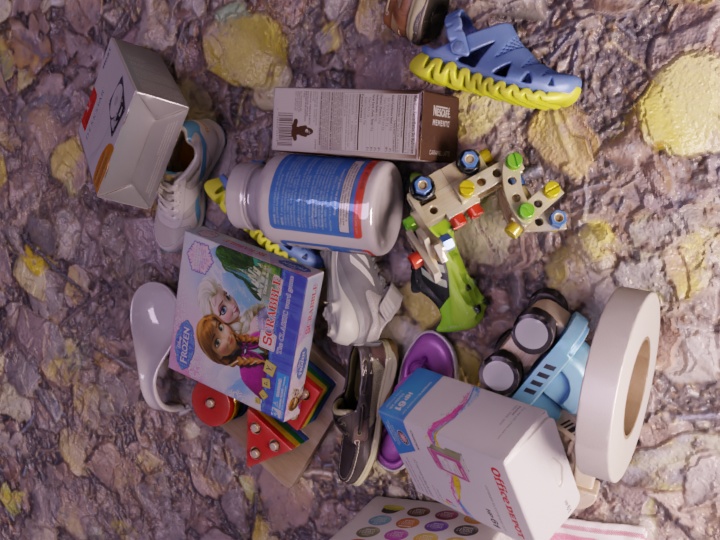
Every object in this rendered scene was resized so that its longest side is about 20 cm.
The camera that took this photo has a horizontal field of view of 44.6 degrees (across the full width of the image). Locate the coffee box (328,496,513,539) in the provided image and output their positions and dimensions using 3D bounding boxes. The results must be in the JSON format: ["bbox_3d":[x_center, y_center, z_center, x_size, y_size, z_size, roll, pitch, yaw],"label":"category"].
[{"bbox_3d":[0.073,0.414,1.066,0.198,0.197,0.202,-1,99,28],"label":"coffee box"}]

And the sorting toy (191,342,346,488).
[{"bbox_3d":[-0.137,0.175,1.218,0.200,0.069,0.199,38,114,18],"label":"sorting toy"}]

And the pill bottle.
[{"bbox_3d":[-0.057,-0.083,1.052,0.199,0.112,0.113,8,102,21],"label":"pill bottle"}]

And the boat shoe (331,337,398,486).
[{"bbox_3d":[-0.007,0.181,1.136,0.072,0.066,0.202,37,115,62],"label":"boat shoe"}]

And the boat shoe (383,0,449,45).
[{"bbox_3d":[0.074,-0.367,1.013,0.074,0.076,0.201,27,109,26],"label":"boat shoe"}]

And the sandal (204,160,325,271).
[{"bbox_3d":[-0.115,-0.074,1.165,0.200,0.079,0.087,43,88,7],"label":"sandal"}]

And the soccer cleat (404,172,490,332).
[{"bbox_3d":[0.086,-0.019,1.068,0.081,0.067,0.201,-23,89,36],"label":"soccer cleat"}]

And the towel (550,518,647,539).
[{"bbox_3d":[0.277,0.396,1.048,0.145,0.030,0.202,-5,95,29],"label":"towel"}]

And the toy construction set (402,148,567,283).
[{"bbox_3d":[0.125,-0.064,0.985,0.132,0.199,0.092,60,161,10],"label":"toy construction set"}]

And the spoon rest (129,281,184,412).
[{"bbox_3d":[-0.300,0.117,1.305,0.099,0.061,0.202,1,99,29],"label":"spoon rest"}]

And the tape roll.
[{"bbox_3d":[0.269,0.118,0.909,0.037,0.202,0.204,11,103,28],"label":"tape roll"}]

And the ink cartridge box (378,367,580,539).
[{"bbox_3d":[0.133,0.209,0.999,0.199,0.085,0.145,12,135,48],"label":"ink cartridge box"}]

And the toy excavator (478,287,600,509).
[{"bbox_3d":[0.229,0.152,1.006,0.200,0.100,0.195,38,115,9],"label":"toy excavator"}]

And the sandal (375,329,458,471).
[{"bbox_3d":[0.068,0.174,1.115,0.082,0.050,0.204,26,110,23],"label":"sandal"}]

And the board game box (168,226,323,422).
[{"bbox_3d":[-0.154,0.067,1.141,0.199,0.041,0.201,19,110,26],"label":"board game box"}]

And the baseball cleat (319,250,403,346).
[{"bbox_3d":[0.000,0.000,1.122,0.070,0.106,0.201,144,129,-64],"label":"baseball cleat"}]

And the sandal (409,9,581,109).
[{"bbox_3d":[0.153,-0.236,0.981,0.199,0.079,0.088,22,99,22],"label":"sandal"}]

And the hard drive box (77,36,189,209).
[{"bbox_3d":[-0.314,-0.203,1.198,0.157,0.076,0.200,-63,34,21],"label":"hard drive box"}]

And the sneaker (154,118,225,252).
[{"bbox_3d":[-0.257,-0.118,1.232,0.076,0.081,0.201,27,111,21],"label":"sneaker"}]

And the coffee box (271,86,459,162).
[{"bbox_3d":[0.007,-0.176,1.057,0.199,0.114,0.080,7,99,27],"label":"coffee box"}]
